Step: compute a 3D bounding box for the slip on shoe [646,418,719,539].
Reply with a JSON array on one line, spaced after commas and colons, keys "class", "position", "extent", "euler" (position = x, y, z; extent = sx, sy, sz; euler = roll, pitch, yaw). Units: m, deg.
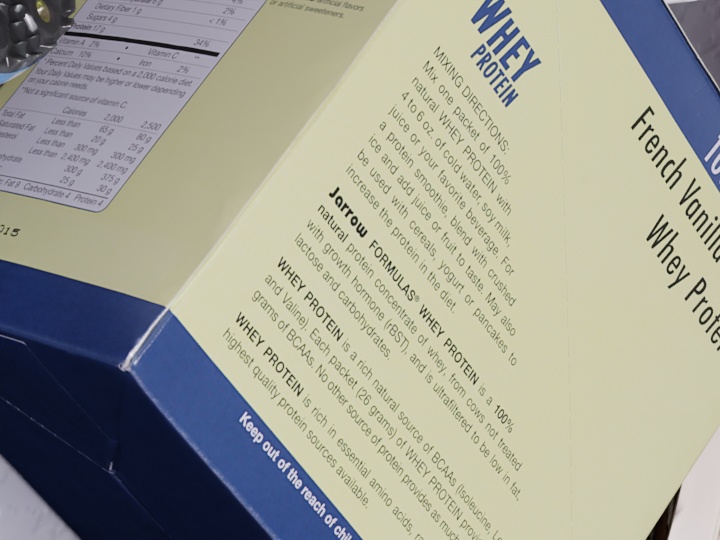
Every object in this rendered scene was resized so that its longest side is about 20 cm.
[{"class": "slip on shoe", "position": [0.133, 0.045, 0.951], "extent": [0.076, 0.060, 0.201], "euler": [114, -2, -49]}]

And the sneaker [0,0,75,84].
[{"class": "sneaker", "position": [-0.154, -0.056, 0.764], "extent": [0.200, 0.072, 0.072], "euler": [-28, 89, -49]}]

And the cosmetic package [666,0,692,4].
[{"class": "cosmetic package", "position": [0.086, -0.191, 0.923], "extent": [0.050, 0.082, 0.201], "euler": [-13, 113, -45]}]

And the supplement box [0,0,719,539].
[{"class": "supplement box", "position": [0.000, 0.000, 0.860], "extent": [0.200, 0.134, 0.200], "euler": [-54, 130, -20]}]
